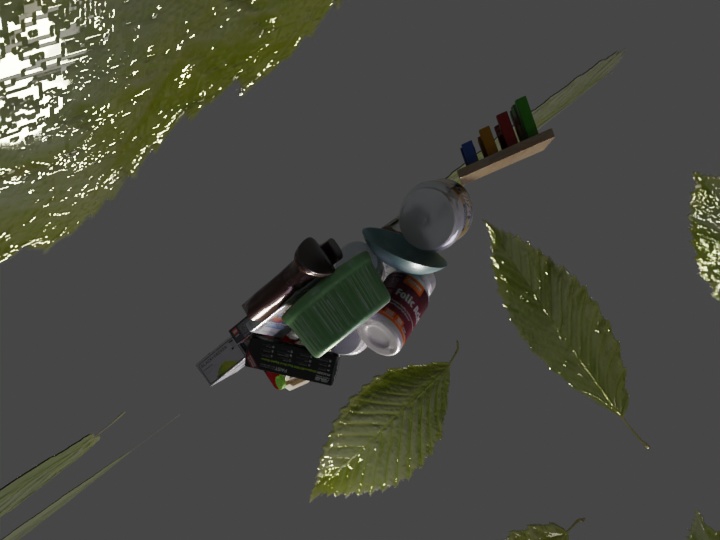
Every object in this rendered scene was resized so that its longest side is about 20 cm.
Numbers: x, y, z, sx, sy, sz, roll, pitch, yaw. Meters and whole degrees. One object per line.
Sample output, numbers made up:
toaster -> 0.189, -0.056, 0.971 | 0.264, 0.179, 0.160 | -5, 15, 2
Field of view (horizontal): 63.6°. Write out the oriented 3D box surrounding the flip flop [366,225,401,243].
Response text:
flip flop -> 0.075, -0.086, 1.486 | 0.199, 0.079, 0.059 | -27, 141, -63

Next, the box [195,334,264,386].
box -> -0.297, 0.198, 1.375 | 0.115, 0.061, 0.200 | -38, 176, 3

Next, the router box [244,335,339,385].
router box -> -0.144, 0.195, 1.266 | 0.150, 0.193, 0.064 | 89, 14, -85

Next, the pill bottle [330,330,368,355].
pill bottle -> -0.016, 0.136, 1.385 | 0.113, 0.116, 0.199 | -37, 172, 13

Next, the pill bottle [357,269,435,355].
pill bottle -> 0.084, 0.075, 1.278 | 0.201, 0.114, 0.114 | -52, -173, -37

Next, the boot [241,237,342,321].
boot -> -0.130, 0.027, 0.947 | 0.197, 0.065, 0.186 | -34, 175, 15

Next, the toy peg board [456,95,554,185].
toy peg board -> 0.284, -0.270, 1.213 | 0.194, 0.101, 0.200 | -22, 179, 13

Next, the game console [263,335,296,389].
game console -> -0.187, 0.194, 1.560 | 0.198, 0.174, 0.119 | -36, 173, -11

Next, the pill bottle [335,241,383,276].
pill bottle -> 0.000, 0.000, 1.346 | 0.112, 0.115, 0.200 | -36, 169, -1

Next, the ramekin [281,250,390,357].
ramekin -> -0.038, 0.065, 1.045 | 0.198, 0.099, 0.200 | -38, 176, -3

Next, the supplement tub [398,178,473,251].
supplement tub -> 0.165, -0.122, 1.268 | 0.143, 0.147, 0.199 | -37, 177, 22

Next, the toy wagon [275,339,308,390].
toy wagon -> -0.128, 0.205, 1.415 | 0.152, 0.039, 0.204 | -17, 137, -45

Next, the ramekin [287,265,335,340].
ramekin -> -0.120, 0.082, 1.397 | 0.200, 0.095, 0.202 | -38, 176, -3

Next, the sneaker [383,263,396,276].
sneaker -> 0.046, -0.009, 1.482 | 0.193, 0.089, 0.076 | -11, -147, 11

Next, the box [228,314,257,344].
box -> -0.177, 0.075, 1.220 | 0.198, 0.035, 0.110 | -39, 176, 9

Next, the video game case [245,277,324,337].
video game case -> -0.123, 0.069, 1.170 | 0.180, 0.024, 0.200 | -38, 166, 2

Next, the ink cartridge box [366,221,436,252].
ink cartridge box -> 0.094, -0.036, 1.615 | 0.198, 0.148, 0.083 | -35, 178, -26

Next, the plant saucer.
plant saucer -> 0.088, -0.034, 1.234 | 0.200, 0.196, 0.040 | -28, 140, -67
